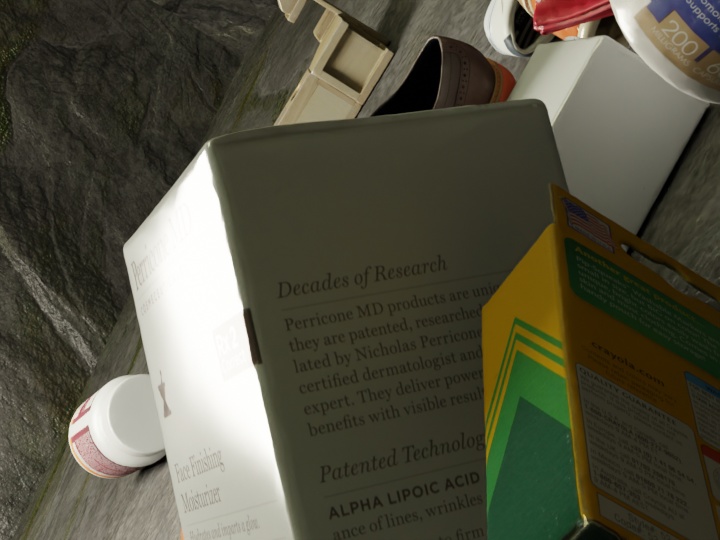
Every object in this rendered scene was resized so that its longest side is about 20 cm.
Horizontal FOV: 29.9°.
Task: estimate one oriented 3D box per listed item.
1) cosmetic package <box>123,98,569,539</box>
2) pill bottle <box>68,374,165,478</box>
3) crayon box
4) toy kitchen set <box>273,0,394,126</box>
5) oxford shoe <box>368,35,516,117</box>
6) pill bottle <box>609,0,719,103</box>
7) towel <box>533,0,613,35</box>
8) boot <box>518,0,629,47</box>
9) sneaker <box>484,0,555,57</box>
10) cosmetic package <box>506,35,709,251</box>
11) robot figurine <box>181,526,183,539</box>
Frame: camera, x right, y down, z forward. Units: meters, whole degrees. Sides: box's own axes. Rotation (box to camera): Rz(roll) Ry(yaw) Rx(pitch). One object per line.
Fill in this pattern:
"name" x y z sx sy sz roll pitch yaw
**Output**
"cosmetic package" 0.004 0.049 0.615 0.165 0.164 0.201 -34 68 63
"pill bottle" -0.292 0.194 1.689 0.200 0.114 0.115 -32 31 63
"crayon box" 0.107 0.063 0.471 0.052 0.125 0.200 -53 15 28
"toy kitchen set" -0.079 -0.267 1.762 0.181 0.163 0.200 -58 13 10
"oxford shoe" 0.015 -0.056 0.844 0.071 0.072 0.201 37 98 48
"pill bottle" 0.210 -0.170 0.607 0.200 0.111 0.111 -42 22 53
"towel" 0.177 -0.254 0.870 0.144 0.022 0.201 -11 64 37
"boot" 0.199 -0.230 0.901 0.200 0.075 0.107 -50 35 17
"sneaker" 0.167 -0.257 1.066 0.201 0.073 0.071 -66 20 16
"cosmetic package" 0.103 -0.031 0.783 0.201 0.081 0.113 -59 14 2
"robot figurine" -0.045 0.157 0.850 0.200 0.116 0.145 -42 23 54
